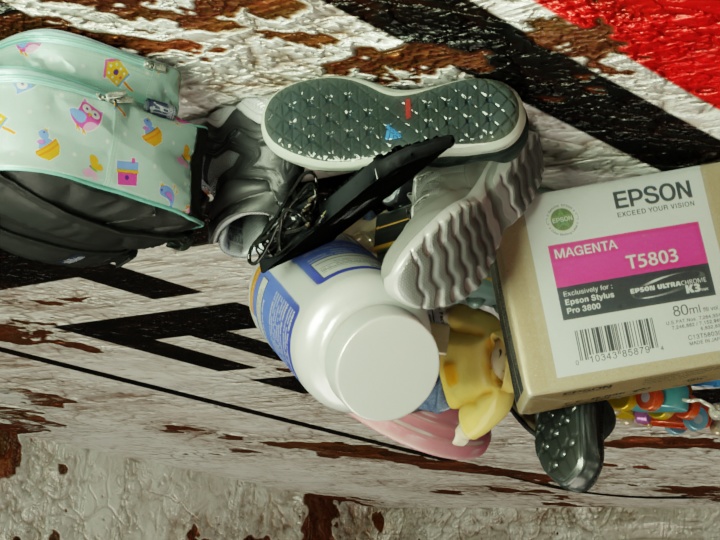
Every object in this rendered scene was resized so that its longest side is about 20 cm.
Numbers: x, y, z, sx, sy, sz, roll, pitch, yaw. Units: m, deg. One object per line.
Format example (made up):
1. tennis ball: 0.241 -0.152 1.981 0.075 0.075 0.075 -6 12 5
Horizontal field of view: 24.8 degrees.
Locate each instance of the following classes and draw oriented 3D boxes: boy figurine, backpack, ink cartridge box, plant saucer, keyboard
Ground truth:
1. boy figurine: 0.094 0.091 1.438 0.064 0.126 0.199 2 173 -35
2. backpack: -0.228 -0.088 1.191 0.175 0.155 0.199 -11 169 42
3. ink cartridge box: 0.209 0.014 1.306 0.198 0.166 0.075 -10 164 -2
4. plant saucer: 0.044 0.111 1.609 0.199 0.051 0.201 24 -165 -7
5. keyboard: -0.020 -0.055 1.188 0.104 0.040 0.200 -25 173 -35

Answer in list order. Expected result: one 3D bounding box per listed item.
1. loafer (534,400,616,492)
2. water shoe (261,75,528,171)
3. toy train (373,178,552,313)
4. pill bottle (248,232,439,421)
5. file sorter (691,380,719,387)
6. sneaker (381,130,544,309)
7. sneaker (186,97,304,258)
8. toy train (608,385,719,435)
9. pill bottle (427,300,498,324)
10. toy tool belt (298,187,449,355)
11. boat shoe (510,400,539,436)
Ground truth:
1. loafer: 0.185 0.121 1.377 0.070 0.068 0.201 29 -157 -13
2. water shoe: 0.026 -0.098 1.215 0.198 0.072 0.079 2 164 14
3. toy train: 0.097 -0.024 1.400 0.199 0.115 0.085 16 163 -35
4. pill bottle: -0.011 0.044 1.273 0.111 0.113 0.200 12 -167 -23
5. file sorter: 0.273 0.026 1.511 0.137 0.124 0.200 4 166 9
6. sneaker: 0.065 -0.039 1.245 0.081 0.200 0.075 9 127 32
7. sneaker: -0.107 -0.064 1.319 0.075 0.115 0.200 14 164 -30
8. toy train: 0.280 0.112 1.497 0.149 0.056 0.200 6 169 -3
9. pill bottle: 0.054 0.008 1.548 0.198 0.114 0.112 0 165 19
10. toy tool belt: 0.000 0.000 1.448 0.122 0.201 0.125 -21 160 9
11. boat shoe: 0.142 0.092 1.545 0.060 0.074 0.200 -16 -142 -21
